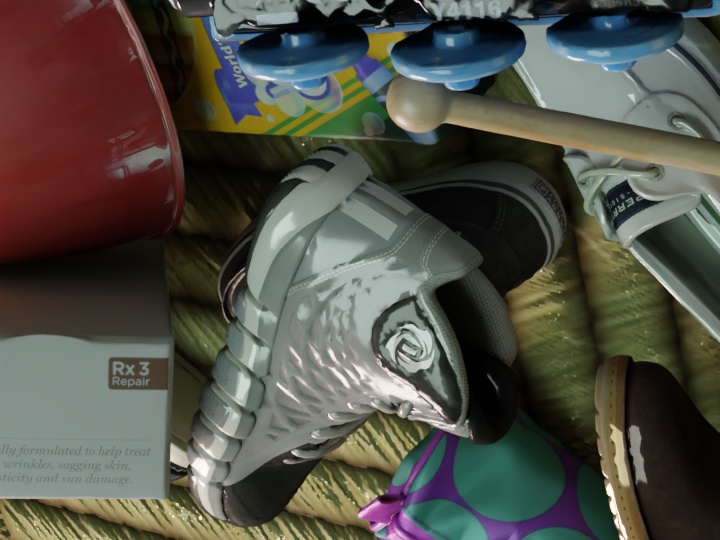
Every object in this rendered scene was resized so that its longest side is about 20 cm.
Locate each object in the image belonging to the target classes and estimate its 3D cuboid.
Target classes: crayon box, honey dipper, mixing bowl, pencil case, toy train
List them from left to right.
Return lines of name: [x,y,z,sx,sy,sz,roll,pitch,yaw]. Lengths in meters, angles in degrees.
mixing bowl: [-0.173,-0.078,1.003,0.200,0.108,0.200,48,157,29]
crayon box: [-0.055,-0.121,0.967,0.200,0.052,0.126,6,127,36]
toy train: [0.035,-0.116,0.811,0.200,0.114,0.087,-3,116,12]
pencil case: [0.098,0.144,1.040,0.200,0.092,0.085,41,140,3]
honey dipper: [0.106,-0.045,0.837,0.200,0.038,0.038,12,140,-12]

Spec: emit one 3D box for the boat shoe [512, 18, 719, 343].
boat shoe: [0.117,-0.037,0.884,0.200,0.067,0.074,42,144,1]

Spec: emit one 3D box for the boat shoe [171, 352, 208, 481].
boat shoe: [-0.155,0.035,1.166,0.199,0.075,0.066,39,129,-10]

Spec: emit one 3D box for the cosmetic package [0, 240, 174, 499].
cosmetic package: [-0.132,0.038,1.017,0.102,0.200,0.074,1,103,-5]

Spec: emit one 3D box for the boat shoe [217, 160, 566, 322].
boat shoe: [0.000,0.000,1.022,0.200,0.057,0.069,-17,113,45]

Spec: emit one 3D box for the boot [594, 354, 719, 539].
boot: [0.194,0.093,0.917,0.166,0.072,0.200,-16,124,23]

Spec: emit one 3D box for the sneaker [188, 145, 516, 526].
sneaker: [0.002,0.054,0.955,0.115,0.075,0.200,30,135,15]
